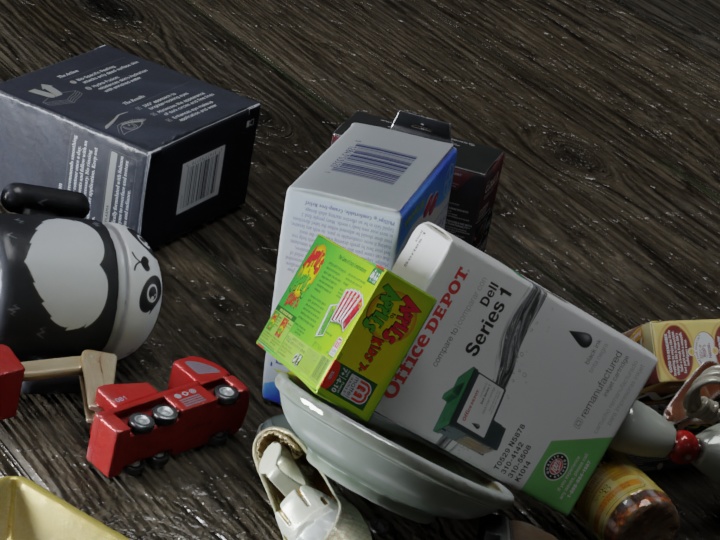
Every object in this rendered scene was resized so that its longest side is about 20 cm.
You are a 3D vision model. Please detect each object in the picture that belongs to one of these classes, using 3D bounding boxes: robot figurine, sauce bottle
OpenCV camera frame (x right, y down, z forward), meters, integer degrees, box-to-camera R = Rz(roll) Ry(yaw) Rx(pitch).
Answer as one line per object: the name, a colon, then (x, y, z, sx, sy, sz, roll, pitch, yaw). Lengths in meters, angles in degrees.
robot figurine: (-0.262, 0.015, 1.747, 0.199, 0.151, 0.125, 4, 15, -30)
sauce bottle: (0.181, 0.161, 1.696, 0.066, 0.066, 0.200, -4, 26, -28)

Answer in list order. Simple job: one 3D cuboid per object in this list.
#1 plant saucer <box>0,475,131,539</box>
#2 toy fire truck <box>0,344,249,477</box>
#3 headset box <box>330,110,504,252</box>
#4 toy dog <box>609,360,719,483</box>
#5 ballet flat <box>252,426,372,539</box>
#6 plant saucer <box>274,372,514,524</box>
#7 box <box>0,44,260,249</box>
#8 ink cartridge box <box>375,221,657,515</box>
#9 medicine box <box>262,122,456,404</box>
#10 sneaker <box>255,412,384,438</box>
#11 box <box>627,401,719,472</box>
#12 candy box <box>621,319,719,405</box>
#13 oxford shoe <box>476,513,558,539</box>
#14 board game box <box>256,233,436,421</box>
plant saucer: (-0.235, 0.228, 1.410, 0.199, 0.049, 0.200, 25, 29, 29)
toy fire truck: (-0.202, 0.101, 1.673, 0.199, 0.049, 0.141, -17, 43, -44)
headset box: (0.041, -0.046, 1.916, 0.148, 0.201, 0.075, 15, 25, 13)
toy dog: (0.285, 0.126, 1.695, 0.200, 0.132, 0.097, 38, 28, -32)
ballet flat: (-0.044, 0.178, 1.562, 0.062, 0.067, 0.200, 42, 4, -26)
plant saucer: (0.017, 0.142, 1.556, 0.199, 0.050, 0.200, 27, 1, 0)
box: (-0.237, -0.122, 2.069, 0.199, 0.118, 0.196, 23, 28, 23)
ink cartridge box: (0.102, 0.075, 1.613, 0.199, 0.147, 0.084, 29, 3, -17)
medicine box: (0.000, 0.000, 1.802, 0.102, 0.201, 0.182, 14, 25, 13)
sneaker: (0.018, 0.100, 1.690, 0.199, 0.121, 0.084, 0, 27, -20)
box: (0.262, 0.128, 1.827, 0.199, 0.035, 0.110, -4, 29, -28)
candy box: (0.305, 0.077, 1.778, 0.199, 0.056, 0.115, 0, -14, -24)
oxford shoe: (0.127, 0.237, 1.502, 0.084, 0.073, 0.200, 11, 25, -3)
board game box: (-0.014, 0.039, 1.579, 0.047, 0.102, 0.200, 30, 0, -17)
